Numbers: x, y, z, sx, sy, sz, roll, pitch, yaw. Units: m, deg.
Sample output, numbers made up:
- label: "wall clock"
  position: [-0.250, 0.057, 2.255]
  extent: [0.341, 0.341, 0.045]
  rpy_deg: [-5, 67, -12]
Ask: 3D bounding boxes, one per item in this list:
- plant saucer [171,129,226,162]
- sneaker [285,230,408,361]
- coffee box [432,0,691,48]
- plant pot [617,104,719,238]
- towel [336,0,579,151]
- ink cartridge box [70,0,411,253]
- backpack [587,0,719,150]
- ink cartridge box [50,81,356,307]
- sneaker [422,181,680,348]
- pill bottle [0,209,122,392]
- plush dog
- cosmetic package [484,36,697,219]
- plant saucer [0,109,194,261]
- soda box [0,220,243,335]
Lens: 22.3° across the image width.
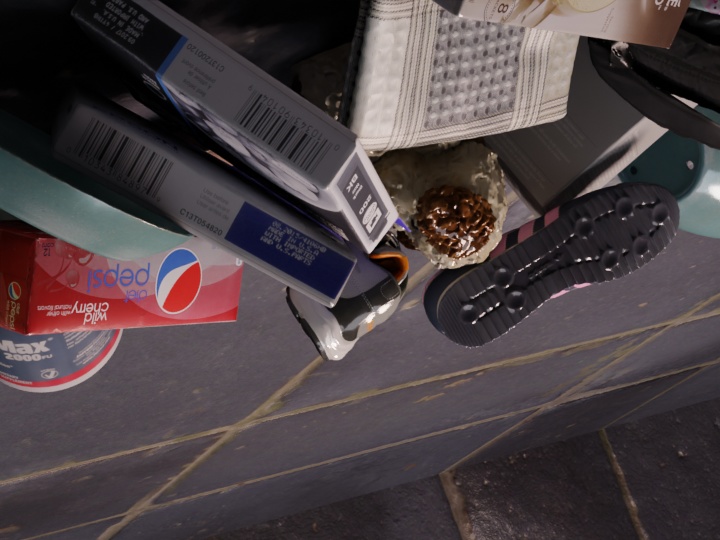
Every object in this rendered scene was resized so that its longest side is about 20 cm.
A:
- label: "plant saucer"
  position: [-0.133, -0.069, 1.420]
  extent: [0.200, 0.037, 0.200]
  rpy_deg: [-19, 164, -5]
- label: "sneaker"
  position: [0.000, 0.000, 1.298]
  extent: [0.079, 0.074, 0.200]
  rpy_deg: [-28, -162, 11]
- label: "coffee box"
  position: [0.120, -0.205, 1.071]
  extent: [0.199, 0.080, 0.115]
  rpy_deg: [-1, 121, -44]
- label: "plant pot"
  position: [0.274, -0.111, 1.452]
  extent: [0.134, 0.201, 0.200]
  rpy_deg: [-19, 168, -41]
- label: "towel"
  position: [0.079, -0.170, 1.146]
  extent: [0.192, 0.035, 0.201]
  rpy_deg: [-10, 125, -34]
- label: "ink cartridge box"
  position: [-0.069, -0.088, 1.134]
  extent: [0.043, 0.198, 0.200]
  rpy_deg: [-54, 163, -5]
- label: "backpack"
  position: [0.253, -0.166, 1.231]
  extent: [0.199, 0.127, 0.167]
  rpy_deg: [19, 154, 5]
- label: "ink cartridge box"
  position: [-0.106, -0.056, 1.178]
  extent: [0.041, 0.199, 0.200]
  rpy_deg: [-60, -166, 4]
- label: "sneaker"
  position: [0.133, -0.015, 1.333]
  extent: [0.199, 0.070, 0.082]
  rpy_deg: [-24, -163, -10]
- label: "pill bottle"
  position: [-0.241, -0.007, 1.309]
  extent: [0.119, 0.120, 0.200]
  rpy_deg: [-18, 151, -8]
- label: "plush dog"
  position: [0.047, -0.084, 1.275]
  extent: [0.160, 0.172, 0.200]
  rpy_deg: [-23, -178, 0]
- label: "cosmetic package"
  position: [0.180, -0.139, 1.352]
  extent: [0.200, 0.107, 0.090]
  rpy_deg: [-38, 164, 0]
- label: "plant saucer"
  position: [-0.194, -0.056, 1.098]
  extent: [0.036, 0.200, 0.200]
  rpy_deg: [-60, 158, 4]
- label: "soda box"
  position: [-0.167, 0.002, 1.214]
  extent: [0.070, 0.064, 0.200]
  rpy_deg: [14, -170, 37]
